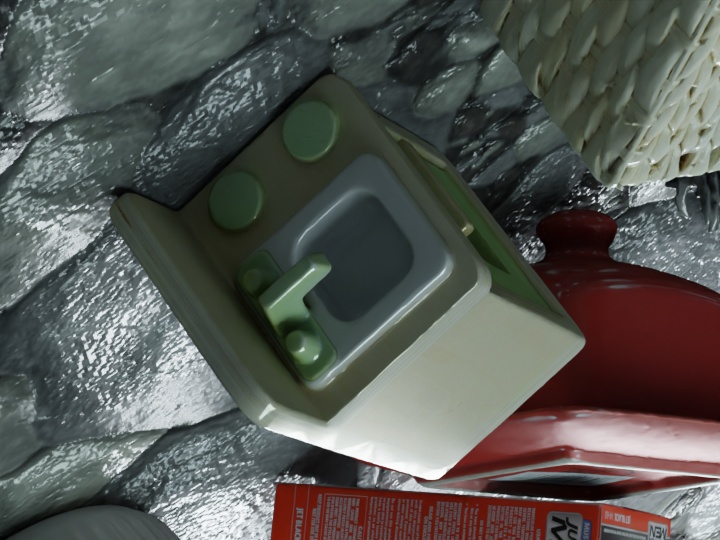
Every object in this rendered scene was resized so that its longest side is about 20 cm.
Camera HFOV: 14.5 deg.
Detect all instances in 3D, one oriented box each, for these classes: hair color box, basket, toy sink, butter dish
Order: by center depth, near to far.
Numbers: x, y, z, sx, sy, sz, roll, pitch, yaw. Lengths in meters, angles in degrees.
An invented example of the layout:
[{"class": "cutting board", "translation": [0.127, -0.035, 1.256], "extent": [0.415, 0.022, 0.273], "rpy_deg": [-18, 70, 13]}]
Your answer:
[{"class": "basket", "translation": [0.153, -0.147, 1.236], "extent": [0.123, 0.136, 0.201], "rpy_deg": [-14, 147, -34]}, {"class": "toy sink", "translation": [0.000, 0.000, 1.288], "extent": [0.112, 0.131, 0.200], "rpy_deg": [-43, 154, 12]}, {"class": "butter dish", "translation": [0.117, 0.041, 1.508], "extent": [0.199, 0.149, 0.199], "rpy_deg": [7, 166, -36]}, {"class": "hair color box", "translation": [0.061, 0.157, 1.582], "extent": [0.111, 0.199, 0.064], "rpy_deg": [20, 75, -62]}]

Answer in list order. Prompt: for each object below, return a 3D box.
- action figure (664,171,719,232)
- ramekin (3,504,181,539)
[{"class": "action figure", "translation": [0.224, -0.058, 1.507], "extent": [0.118, 0.103, 0.200], "rpy_deg": [2, 148, 4]}, {"class": "ramekin", "translation": [-0.154, 0.214, 1.484], "extent": [0.199, 0.105, 0.201], "rpy_deg": [-29, 154, -16]}]
